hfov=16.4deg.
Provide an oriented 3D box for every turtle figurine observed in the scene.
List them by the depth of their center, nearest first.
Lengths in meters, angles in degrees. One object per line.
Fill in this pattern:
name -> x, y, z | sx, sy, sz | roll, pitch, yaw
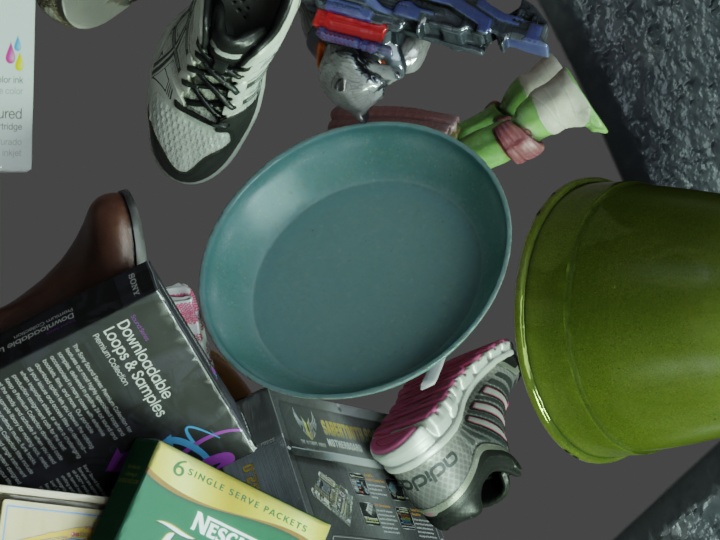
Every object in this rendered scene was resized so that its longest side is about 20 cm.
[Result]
turtle figurine -> 0.078, -0.040, 1.628 | 0.193, 0.201, 0.144 | -34, 160, 4

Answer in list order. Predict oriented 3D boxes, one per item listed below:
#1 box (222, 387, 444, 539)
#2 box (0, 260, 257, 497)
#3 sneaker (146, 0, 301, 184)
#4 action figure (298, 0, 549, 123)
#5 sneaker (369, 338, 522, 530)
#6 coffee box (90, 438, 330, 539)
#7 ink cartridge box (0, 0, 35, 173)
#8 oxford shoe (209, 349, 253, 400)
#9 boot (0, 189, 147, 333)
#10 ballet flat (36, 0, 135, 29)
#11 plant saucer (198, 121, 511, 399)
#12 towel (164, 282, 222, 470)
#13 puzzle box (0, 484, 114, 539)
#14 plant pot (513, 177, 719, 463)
box -> -0.010, 0.163, 1.558 | 0.200, 0.048, 0.159 | 17, 49, -64
box -> -0.176, 0.092, 1.425 | 0.199, 0.036, 0.143 | -25, 131, 4
sneaker -> -0.086, -0.137, 1.514 | 0.075, 0.088, 0.201 | 22, 112, -2
action figure -> 0.042, -0.172, 1.588 | 0.194, 0.199, 0.105 | -58, 161, -26
sneaker -> 0.068, 0.111, 1.643 | 0.088, 0.073, 0.200 | 61, 24, -8
coffee box -> -0.109, 0.208, 1.402 | 0.122, 0.044, 0.201 | 29, 76, -19
ink cartridge box -> -0.265, -0.157, 1.428 | 0.147, 0.085, 0.202 | -1, 96, -34
oxford shoe -> -0.064, 0.136, 1.599 | 0.071, 0.071, 0.201 | -35, 110, -26
boot -> -0.231, 0.028, 1.421 | 0.199, 0.069, 0.189 | 6, 128, -26
ballet flat -> -0.121, -0.201, 1.553 | 0.199, 0.046, 0.068 | -30, 124, -33
plant saucer -> 0.000, 0.000, 1.524 | 0.201, 0.199, 0.036 | -55, 147, -19
towel -> -0.147, 0.120, 1.535 | 0.145, 0.030, 0.202 | -16, 103, -10
puzzle box -> -0.169, 0.191, 1.415 | 0.199, 0.025, 0.134 | 9, 83, -24
plant pot -> 0.239, 0.029, 1.697 | 0.200, 0.192, 0.202 | 6, 82, -49
